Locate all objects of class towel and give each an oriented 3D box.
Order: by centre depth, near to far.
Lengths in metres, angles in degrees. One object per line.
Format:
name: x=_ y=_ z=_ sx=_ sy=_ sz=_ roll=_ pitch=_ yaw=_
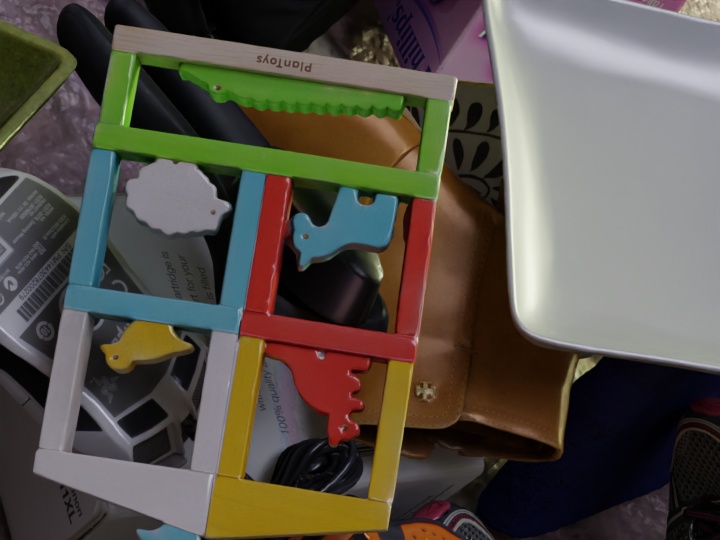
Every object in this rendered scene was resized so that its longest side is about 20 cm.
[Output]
towel: x=0.147 y=0.044 z=1.037 sx=0.147 sy=0.200 sz=0.050 roll=-13 pitch=58 yaw=-42

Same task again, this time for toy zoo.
toy zoo: x=-0.043 y=0.017 z=0.798 sx=0.131 sy=0.020 sz=0.201 roll=8 pitch=81 yaw=1

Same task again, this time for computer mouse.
computer mouse: x=-0.093 y=0.044 z=0.847 sx=0.200 sy=0.044 sz=0.110 roll=47 pitch=50 yaw=-10

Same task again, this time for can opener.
can opener: x=-0.054 y=-0.042 z=0.884 sx=0.063 sy=0.079 sz=0.200 roll=-4 pitch=46 yaw=-48

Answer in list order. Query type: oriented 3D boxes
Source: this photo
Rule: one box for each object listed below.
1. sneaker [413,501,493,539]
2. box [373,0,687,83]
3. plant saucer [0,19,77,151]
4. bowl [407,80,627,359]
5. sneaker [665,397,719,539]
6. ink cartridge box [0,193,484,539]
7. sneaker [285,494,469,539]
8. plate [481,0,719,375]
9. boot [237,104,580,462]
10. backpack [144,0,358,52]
sneaker: x=0.081 y=0.186 z=0.948 sx=0.081 sy=0.075 sz=0.200 roll=-38 pitch=99 yaw=-44
box: x=0.098 y=-0.187 z=1.107 sx=0.097 sy=0.200 sz=0.176 roll=21 pitch=28 yaw=-25
plant saucer: x=-0.246 y=-0.051 z=0.863 sx=0.200 sy=0.048 sz=0.200 roll=23 pitch=46 yaw=12
bowl: x=0.080 y=-0.014 z=1.055 sx=0.200 sy=0.201 sz=0.094 roll=20 pitch=77 yaw=-26
sneaker: x=0.169 y=0.158 z=1.013 sx=0.075 sy=0.081 sz=0.201 roll=-13 pitch=105 yaw=-37
ink cartridge box: x=-0.064 y=0.045 z=0.953 sx=0.200 sy=0.083 sz=0.146 roll=-3 pitch=64 yaw=-38
sneaker: x=0.030 y=0.174 z=0.853 sx=0.112 sy=0.077 sz=0.200 roll=-48 pitch=123 yaw=-47
plate: x=0.144 y=-0.029 z=0.927 sx=0.199 sy=0.032 sz=0.200 roll=11 pitch=51 yaw=-17
boot: x=0.000 y=0.000 z=0.919 sx=0.201 sy=0.071 sz=0.144 roll=15 pitch=62 yaw=-4
backpack: x=-0.063 y=-0.217 z=1.089 sx=0.200 sy=0.167 sz=0.127 roll=49 pitch=26 yaw=3
